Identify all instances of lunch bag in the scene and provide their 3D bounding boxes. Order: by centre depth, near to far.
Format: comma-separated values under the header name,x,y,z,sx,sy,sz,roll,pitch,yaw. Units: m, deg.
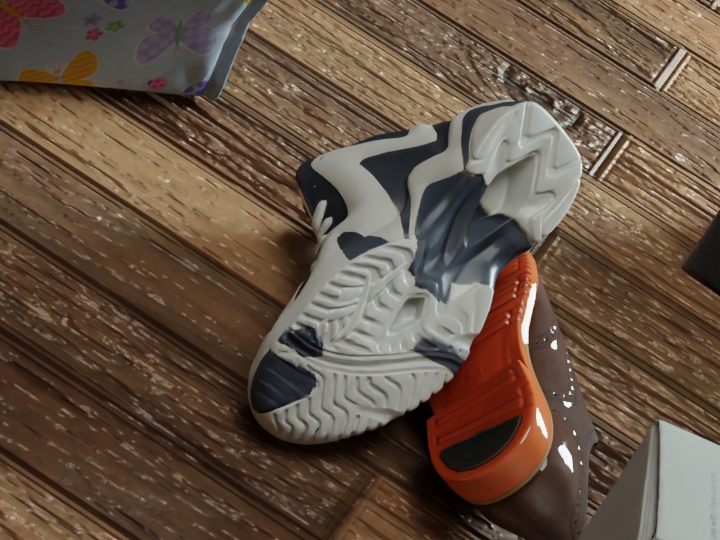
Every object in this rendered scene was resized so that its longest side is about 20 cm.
name,x,y,z,sx,sy,sz,roll,pitch,yaw
lunch bag,-0.149,-0.189,1.288,0.169,0.127,0.200,1,53,-31

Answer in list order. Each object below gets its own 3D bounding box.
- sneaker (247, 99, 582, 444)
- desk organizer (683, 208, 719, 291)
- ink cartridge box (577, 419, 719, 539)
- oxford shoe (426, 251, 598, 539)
name,x,y,z,sx,sy,sz,roll,pitch,yaw
sneaker,0.000,0.000,1.207,0.079,0.129,0.199,45,69,-23
desk organizer,0.280,0.017,1.375,0.200,0.072,0.077,37,33,11
ink cartridge box,0.171,0.167,1.042,0.199,0.146,0.083,24,34,-8
oxford shoe,0.068,0.056,1.198,0.073,0.071,0.200,49,22,-26
